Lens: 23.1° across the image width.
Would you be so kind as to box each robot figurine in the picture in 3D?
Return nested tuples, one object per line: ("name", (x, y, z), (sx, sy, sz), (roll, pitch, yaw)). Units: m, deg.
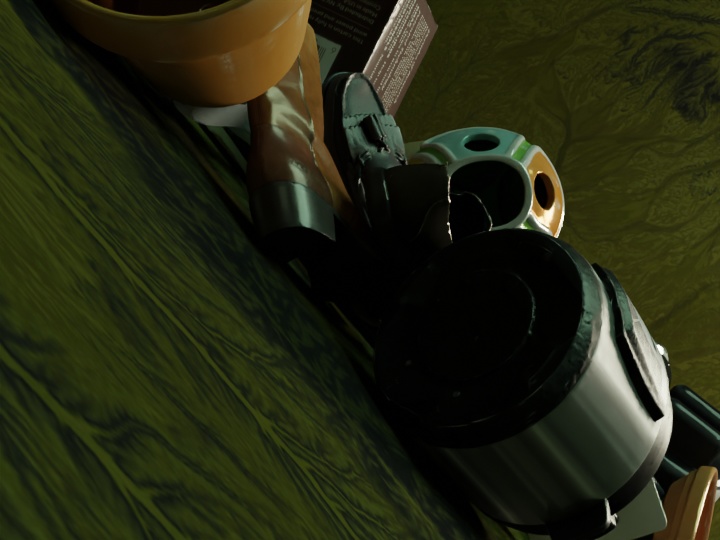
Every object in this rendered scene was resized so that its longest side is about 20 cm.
("robot figurine", (0.265, 0.203, 1.666), (0.150, 0.200, 0.125), (14, 32, -35))

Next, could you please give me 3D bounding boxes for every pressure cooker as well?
("pressure cooker", (0.123, 0.086, 1.244), (0.178, 0.176, 0.200), (16, -24, 42))

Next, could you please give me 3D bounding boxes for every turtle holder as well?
("turtle holder", (0.082, -0.062, 1.500), (0.185, 0.141, 0.132), (20, -5, 1))

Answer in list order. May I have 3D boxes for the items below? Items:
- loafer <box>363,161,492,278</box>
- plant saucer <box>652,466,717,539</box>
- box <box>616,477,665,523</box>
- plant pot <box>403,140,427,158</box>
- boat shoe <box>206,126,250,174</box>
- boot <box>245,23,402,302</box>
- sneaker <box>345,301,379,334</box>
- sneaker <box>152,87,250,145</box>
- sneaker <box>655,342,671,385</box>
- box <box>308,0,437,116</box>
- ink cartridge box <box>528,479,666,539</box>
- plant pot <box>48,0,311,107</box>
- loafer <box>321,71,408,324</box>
("loafer", (0.066, -0.016, 1.291), (0.200, 0.071, 0.073), (48, 31, -59))
("plant saucer", (0.271, 0.265, 1.532), (0.037, 0.201, 0.200), (12, -8, 16))
("box", (0.145, 0.126, 1.563), (0.200, 0.117, 0.197), (49, 5, -28))
("plant pot", (0.054, -0.049, 1.750), (0.134, 0.201, 0.200), (27, -7, 24))
("boat shoe", (-0.072, -0.103, 1.448), (0.200, 0.066, 0.075), (52, 3, -6))
("boot", (-0.038, -0.088, 1.293), (0.188, 0.068, 0.200), (27, 47, -53))
("sneaker", (0.000, 0.000, 1.442), (0.200, 0.070, 0.078), (49, -12, -19))
("sneaker", (-0.094, -0.143, 1.336), (0.071, 0.073, 0.200), (43, 10, 22))
("sneaker", (0.229, 0.106, 1.502), (0.200, 0.076, 0.088), (32, 36, -64))
("box", (-0.046, -0.203, 1.571), (0.166, 0.165, 0.200), (26, -1, 10))
("ink cartridge box", (0.153, 0.120, 1.375), (0.068, 0.115, 0.200), (27, 44, -67))
("plant pot", (-0.108, -0.203, 1.150), (0.200, 0.200, 0.183), (54, -9, 20))
("loafer", (0.018, -0.059, 1.367), (0.063, 0.072, 0.201), (-7, -88, 52))
